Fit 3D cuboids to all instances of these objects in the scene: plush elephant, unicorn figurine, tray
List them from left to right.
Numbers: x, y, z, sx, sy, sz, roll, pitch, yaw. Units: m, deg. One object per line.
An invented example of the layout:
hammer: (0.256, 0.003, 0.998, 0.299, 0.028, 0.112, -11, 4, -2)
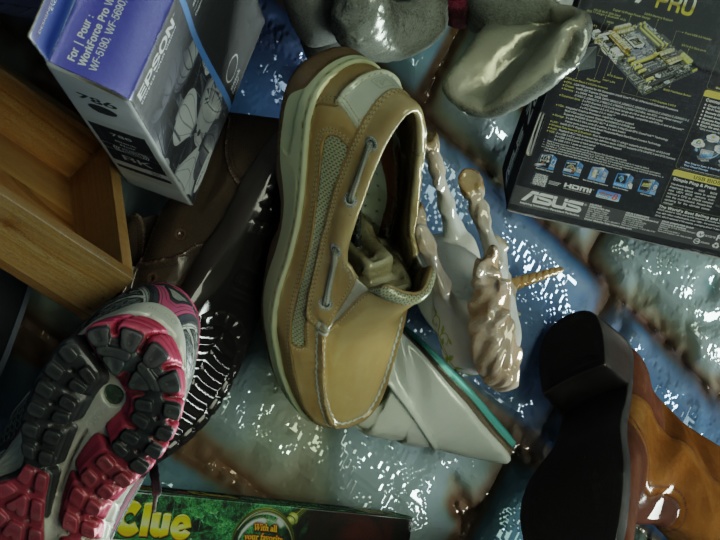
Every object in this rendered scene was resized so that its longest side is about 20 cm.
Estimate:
tray: (-0.185, -0.065, 0.909, 0.037, 0.099, 0.200, -39, 128, 22)
plush elephant: (0.039, -0.155, 1.027, 0.154, 0.165, 0.201, -14, 127, 5)
unicorn figurine: (0.051, 0.000, 1.084, 0.200, 0.073, 0.138, -83, 154, -61)

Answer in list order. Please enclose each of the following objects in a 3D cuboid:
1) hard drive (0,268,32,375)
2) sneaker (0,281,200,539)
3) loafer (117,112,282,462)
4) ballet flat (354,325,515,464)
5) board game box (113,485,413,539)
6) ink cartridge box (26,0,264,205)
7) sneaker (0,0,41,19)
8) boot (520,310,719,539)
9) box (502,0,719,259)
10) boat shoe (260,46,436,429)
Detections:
hard drive: (-0.222, 0.045, 0.923, 0.135, 0.042, 0.201, 34, 74, -36)
sneaker: (-0.128, 0.092, 0.943, 0.080, 0.075, 0.200, 36, 115, -5)
loafer: (-0.087, 0.010, 1.018, 0.201, 0.071, 0.073, -56, 147, -4)
ballet flat: (0.002, 0.042, 1.096, 0.070, 0.069, 0.200, -51, 118, -22)
board game box: (-0.061, 0.167, 1.078, 0.199, 0.023, 0.106, 12, 90, -39)
ink cartridge box: (-0.085, -0.102, 0.902, 0.200, 0.039, 0.100, 64, 46, -75)
sneaker: (-0.194, -0.149, 0.889, 0.199, 0.077, 0.076, 24, 124, -29)
boot: (0.169, 0.147, 1.201, 0.200, 0.068, 0.189, 43, 30, -35)
box: (0.192, -0.085, 1.131, 0.199, 0.049, 0.162, 12, 125, -7)
boat shoe: (0.000, 0.000, 0.984, 0.071, 0.076, 0.201, -29, 134, -33)
